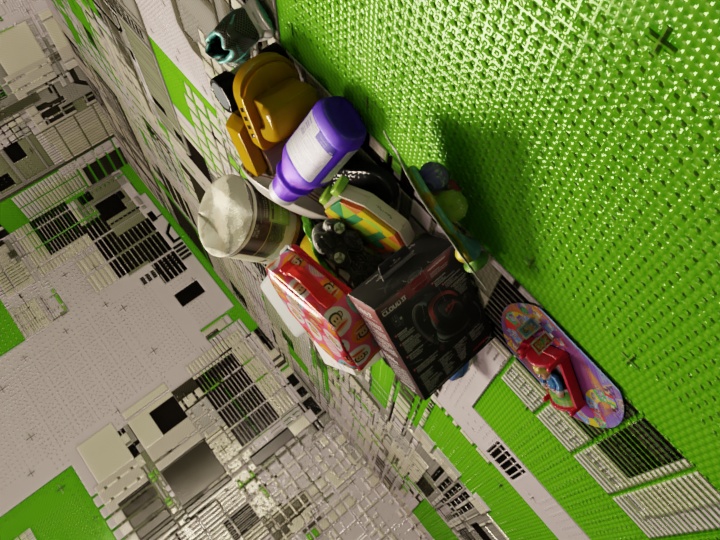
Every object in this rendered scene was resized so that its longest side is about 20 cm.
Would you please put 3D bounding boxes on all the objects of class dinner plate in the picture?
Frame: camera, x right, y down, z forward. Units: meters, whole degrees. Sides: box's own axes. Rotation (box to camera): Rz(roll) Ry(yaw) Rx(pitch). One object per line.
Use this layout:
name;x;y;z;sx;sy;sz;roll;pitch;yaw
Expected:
dinner plate;-0.117;-0.130;1.106;0.199;0.024;0.200;26;-164;-8

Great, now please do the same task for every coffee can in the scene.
coffee can;-0.176;-0.084;1.187;0.146;0.147;0.200;42;-161;33

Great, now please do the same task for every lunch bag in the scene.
lunch bag;-0.061;0.050;0.986;0.200;0.082;0.176;38;164;36

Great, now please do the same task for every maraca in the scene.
maraca;-0.060;-0.023;1.129;0.138;0.107;0.200;63;-177;22

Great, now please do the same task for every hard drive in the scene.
hard drive;-0.129;0.055;1.214;0.132;0.026;0.200;55;157;1

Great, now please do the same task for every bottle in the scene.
bottle;-0.071;-0.163;0.932;0.200;0.065;0.084;-41;76;48

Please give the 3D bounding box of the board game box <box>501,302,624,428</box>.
board game box;0.243;0.135;0.834;0.200;0.039;0.158;49;162;17

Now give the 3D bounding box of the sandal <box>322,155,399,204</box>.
sandal;-0.014;-0.148;0.982;0.200;0.048;0.076;23;146;37

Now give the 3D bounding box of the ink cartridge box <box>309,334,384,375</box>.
ink cartridge box;-0.032;0.129;1.234;0.117;0.067;0.200;62;158;-12

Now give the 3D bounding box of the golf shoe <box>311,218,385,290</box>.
golf shoe;0.000;0.000;1.008;0.200;0.077;0.088;51;169;-12

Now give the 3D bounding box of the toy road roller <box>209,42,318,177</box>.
toy road roller;-0.124;-0.228;0.971;0.146;0.123;0.200;38;157;41

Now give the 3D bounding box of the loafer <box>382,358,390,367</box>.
loafer;0.079;0.167;1.299;0.070;0.068;0.200;50;170;-14

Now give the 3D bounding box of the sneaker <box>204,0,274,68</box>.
sneaker;-0.204;-0.354;0.995;0.078;0.091;0.200;58;163;-10

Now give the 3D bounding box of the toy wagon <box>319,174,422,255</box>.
toy wagon;0.008;-0.072;0.978;0.155;0.040;0.200;36;166;-12

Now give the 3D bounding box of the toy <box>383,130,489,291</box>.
toy;0.103;-0.078;0.764;0.200;0.047;0.115;54;-170;-35

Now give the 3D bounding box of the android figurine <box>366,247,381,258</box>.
android figurine;0.050;0.053;1.121;0.182;0.041;0.201;82;166;-70

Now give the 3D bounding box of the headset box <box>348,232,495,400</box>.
headset box;0.087;0.057;0.905;0.075;0.148;0.200;27;152;55

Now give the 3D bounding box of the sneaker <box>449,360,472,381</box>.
sneaker;0.117;0.107;1.035;0.078;0.089;0.201;32;153;53
